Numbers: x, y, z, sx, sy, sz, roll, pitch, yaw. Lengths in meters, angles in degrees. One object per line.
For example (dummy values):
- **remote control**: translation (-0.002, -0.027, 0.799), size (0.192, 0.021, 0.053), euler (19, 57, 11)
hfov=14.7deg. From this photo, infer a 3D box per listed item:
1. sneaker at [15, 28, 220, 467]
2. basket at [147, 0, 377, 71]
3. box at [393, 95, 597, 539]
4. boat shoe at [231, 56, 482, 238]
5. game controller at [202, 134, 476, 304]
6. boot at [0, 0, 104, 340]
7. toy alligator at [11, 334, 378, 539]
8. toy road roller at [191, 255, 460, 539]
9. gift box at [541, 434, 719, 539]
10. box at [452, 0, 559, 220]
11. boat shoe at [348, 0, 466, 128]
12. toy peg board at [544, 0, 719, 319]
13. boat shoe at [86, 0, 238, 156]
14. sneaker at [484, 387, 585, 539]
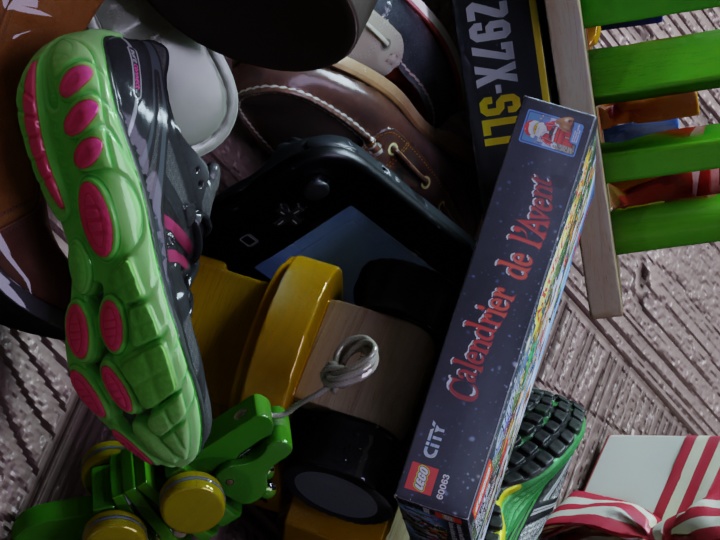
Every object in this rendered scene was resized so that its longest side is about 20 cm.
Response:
- **sneaker**: translation (-0.090, -0.010, 1.230), size (0.084, 0.076, 0.201), euler (-21, 108, -43)
- **basket**: translation (-0.021, -0.204, 1.286), size (0.135, 0.180, 0.201), euler (27, 63, -10)
- **box**: translation (0.067, 0.032, 1.343), size (0.137, 0.037, 0.201), euler (75, 33, -76)
- **boat shoe**: translation (0.002, -0.056, 1.450), size (0.200, 0.070, 0.071), euler (29, 62, -45)
- **game controller**: translation (0.000, 0.000, 1.426), size (0.200, 0.104, 0.042), euler (37, 20, -44)
- **boot**: translation (-0.146, -0.082, 1.268), size (0.188, 0.068, 0.201), euler (32, 73, -30)
- **toy alligator**: translation (-0.067, 0.095, 1.282), size (0.054, 0.199, 0.059), euler (54, 15, -36)
- **toy road roller**: translation (-0.034, 0.067, 1.387), size (0.200, 0.145, 0.123), euler (92, 18, -63)
- **gift box**: translation (0.210, 0.209, 1.597), size (0.187, 0.184, 0.201), euler (56, 43, -34)
- **box**: translation (0.082, -0.116, 1.506), size (0.160, 0.049, 0.202), euler (-31, 113, -80)
- **boat shoe**: translation (-0.011, -0.135, 1.441), size (0.063, 0.071, 0.200), euler (-55, 134, -20)
- **toy peg board**: translation (0.158, -0.108, 1.530), size (0.199, 0.097, 0.201), euler (-82, 163, -67)
- **boat shoe**: translation (-0.121, -0.149, 1.322), size (0.071, 0.061, 0.202), euler (-26, 109, -17)
- **sneaker**: translation (0.064, 0.137, 1.526), size (0.200, 0.078, 0.086), euler (-53, 150, -41)
